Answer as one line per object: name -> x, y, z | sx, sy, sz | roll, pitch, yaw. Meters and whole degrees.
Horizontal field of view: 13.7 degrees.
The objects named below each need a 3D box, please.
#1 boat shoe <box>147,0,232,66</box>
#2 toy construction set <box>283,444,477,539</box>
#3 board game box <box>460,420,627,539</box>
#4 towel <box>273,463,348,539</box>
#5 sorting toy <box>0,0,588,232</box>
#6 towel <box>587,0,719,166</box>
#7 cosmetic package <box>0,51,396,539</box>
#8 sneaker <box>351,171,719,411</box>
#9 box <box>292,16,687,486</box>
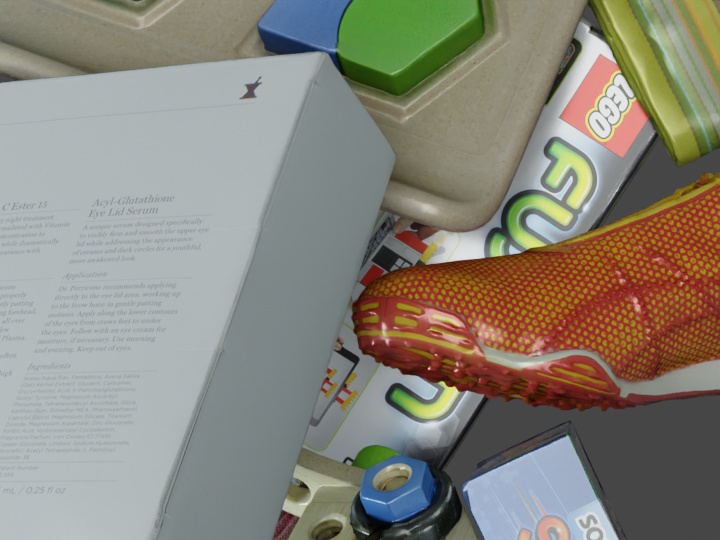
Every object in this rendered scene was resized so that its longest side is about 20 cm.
boat shoe -> -0.098, -0.023, 0.897 | 0.065, 0.073, 0.200 | 31, 88, 5
toy construction set -> -0.042, 0.096, 0.795 | 0.131, 0.092, 0.200 | -3, 52, 29
board game box -> 0.087, 0.141, 0.846 | 0.034, 0.135, 0.200 | -26, 88, 3
towel -> -0.030, 0.172, 0.857 | 0.200, 0.023, 0.144 | -45, 109, -19
sorting toy -> -0.014, -0.125, 0.866 | 0.185, 0.036, 0.200 | 20, 70, 13
towel -> 0.162, -0.109, 0.884 | 0.200, 0.018, 0.086 | -25, 85, -5
cosmetic package -> -0.103, 0.021, 0.792 | 0.200, 0.052, 0.151 | -3, 55, 31
sneaker -> 0.090, 0.003, 0.866 | 0.200, 0.073, 0.077 | -2, 88, -23
box -> 0.000, 0.000, 0.906 | 0.110, 0.035, 0.200 | 34, 92, 5
